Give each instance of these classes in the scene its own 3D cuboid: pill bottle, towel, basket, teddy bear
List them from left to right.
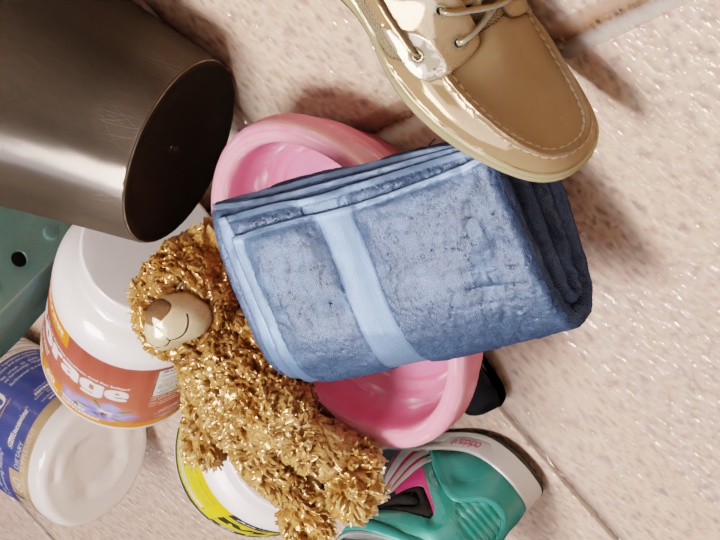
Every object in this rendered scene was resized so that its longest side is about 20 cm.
[{"bbox_3d":[-0.268,0.110,2.211,0.199,0.111,0.111,25,151,39],"label":"pill bottle"},{"bbox_3d":[-0.185,-0.104,1.653,0.199,0.181,0.136,25,-179,22],"label":"basket"},{"bbox_3d":[-0.141,0.020,1.794,0.112,0.112,0.200,41,159,7],"label":"pill bottle"},{"bbox_3d":[-0.063,0.071,1.624,0.145,0.067,0.201,-8,111,52],"label":"teddy bear"},{"bbox_3d":[-0.051,0.108,1.790,0.114,0.114,0.200,45,169,-2],"label":"pill bottle"},{"bbox_3d":[0.019,-0.004,1.476,0.199,0.048,0.112,-13,104,36],"label":"towel"}]

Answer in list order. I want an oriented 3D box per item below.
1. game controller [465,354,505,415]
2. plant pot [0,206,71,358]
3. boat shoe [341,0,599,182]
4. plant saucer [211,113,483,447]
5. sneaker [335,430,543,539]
[{"bbox_3d":[0.002,0.030,1.718,0.199,0.042,0.104,21,163,45],"label":"game controller"},{"bbox_3d":[-0.277,0.004,1.880,0.141,0.141,0.200,47,146,-6],"label":"plant pot"},{"bbox_3d":[0.037,-0.124,1.331,0.200,0.071,0.065,45,159,1],"label":"boat shoe"},{"bbox_3d":[0.000,0.000,1.589,0.200,0.051,0.201,33,140,34],"label":"plant saucer"},{"bbox_3d":[0.025,0.167,1.793,0.084,0.121,0.200,49,158,-11],"label":"sneaker"}]
